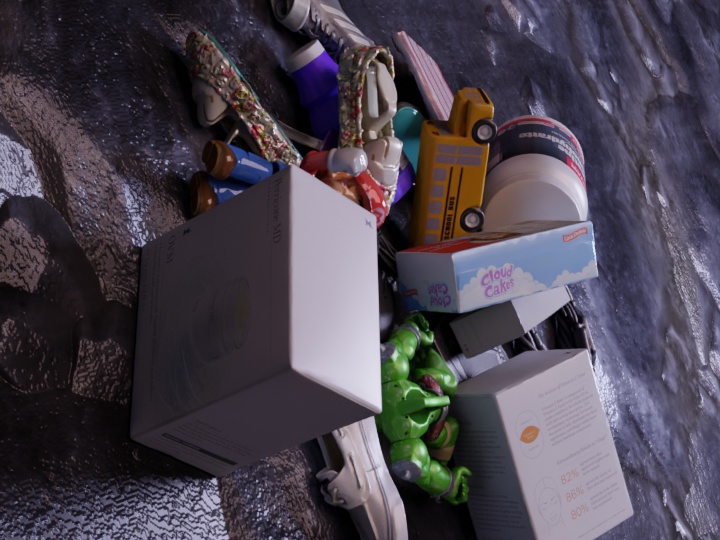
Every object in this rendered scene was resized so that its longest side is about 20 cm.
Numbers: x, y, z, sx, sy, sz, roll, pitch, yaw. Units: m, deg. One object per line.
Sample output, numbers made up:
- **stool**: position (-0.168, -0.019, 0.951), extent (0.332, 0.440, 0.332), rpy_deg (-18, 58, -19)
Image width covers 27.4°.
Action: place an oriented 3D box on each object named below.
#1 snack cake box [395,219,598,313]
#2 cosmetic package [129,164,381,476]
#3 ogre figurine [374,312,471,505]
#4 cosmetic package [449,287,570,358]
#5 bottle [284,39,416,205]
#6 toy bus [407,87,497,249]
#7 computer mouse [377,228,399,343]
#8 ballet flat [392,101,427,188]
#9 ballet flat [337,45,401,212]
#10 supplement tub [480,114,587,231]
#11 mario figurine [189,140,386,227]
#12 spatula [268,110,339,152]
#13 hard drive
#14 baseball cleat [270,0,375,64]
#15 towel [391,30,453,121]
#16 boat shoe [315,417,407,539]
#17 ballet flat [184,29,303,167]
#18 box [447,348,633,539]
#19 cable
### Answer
- **snack cake box**: position (0.153, -0.007, 1.649), extent (0.198, 0.115, 0.068), rpy_deg (-13, 100, -30)
- **cosmetic package**: position (-0.093, 0.048, 1.311), extent (0.123, 0.199, 0.201), rpy_deg (31, 46, -42)
- **ogre figurine**: position (0.058, 0.145, 1.562), extent (0.120, 0.097, 0.203), rpy_deg (9, 85, -59)
- **cosmetic package**: position (0.180, 0.049, 1.741), extent (0.051, 0.082, 0.200), rpy_deg (63, 25, 2)
- **bottle**: position (-0.015, -0.165, 1.682), extent (0.201, 0.065, 0.084), rpy_deg (56, 39, -15)
- **toy bus**: position (0.105, -0.107, 1.706), extent (0.065, 0.077, 0.202), rpy_deg (-105, -161, -64)
- **computer mouse**: position (0.000, 0.000, 1.618), extent (0.141, 0.046, 0.201), rpy_deg (54, 34, -21)
- **ballet flat**: position (0.070, -0.130, 1.789), extent (0.068, 0.068, 0.200), rpy_deg (-45, 128, -10)
- **ballet flat**: position (0.013, -0.152, 1.599), extent (0.075, 0.064, 0.202), rpy_deg (3, 76, -45)
- **supplement tub**: position (0.217, -0.100, 1.877), extent (0.141, 0.140, 0.201), rpy_deg (53, 21, -20)
- **mario figurine**: position (-0.062, -0.067, 1.463), extent (0.198, 0.123, 0.107), rpy_deg (8, 75, -24)
- **spatula**: position (-0.077, -0.150, 1.595), extent (0.199, 0.020, 0.057), rpy_deg (28, 73, -24)
- **hard drive**: position (0.140, 0.138, 1.739), extent (0.201, 0.042, 0.135), rpy_deg (59, 33, -11)
- **baseball cleat**: position (-0.045, -0.273, 1.719), extent (0.106, 0.070, 0.201), rpy_deg (-26, 83, -51)
- **towel**: position (0.093, -0.207, 1.826), extent (0.147, 0.030, 0.200), rpy_deg (64, 12, 11)
- **boat shoe**: position (-0.011, 0.206, 1.467), extent (0.069, 0.071, 0.202), rpy_deg (-12, 83, -29)
- **ballet flat**: position (-0.127, -0.152, 1.517), extent (0.064, 0.075, 0.201), rpy_deg (-42, 103, -21)
- **box**: position (0.195, 0.206, 1.648), extent (0.151, 0.106, 0.202), rpy_deg (-21, 97, -35)
- **cable**: position (0.239, 0.064, 1.934), extent (0.162, 0.051, 0.202), rpy_deg (-4, 76, -51)
